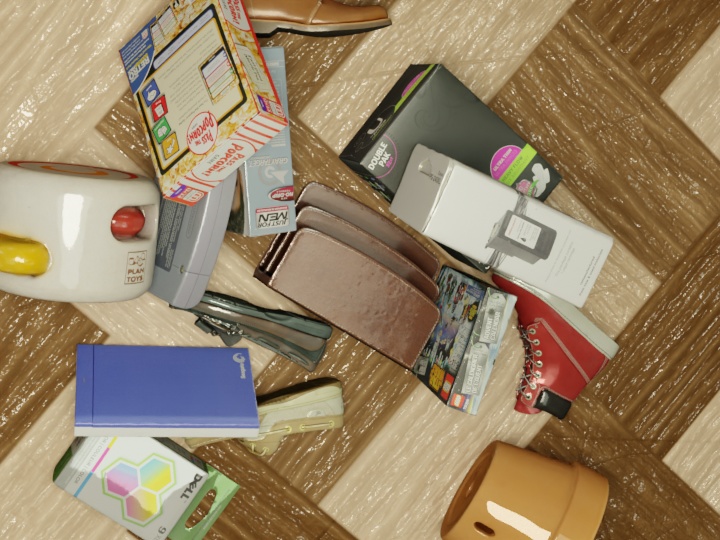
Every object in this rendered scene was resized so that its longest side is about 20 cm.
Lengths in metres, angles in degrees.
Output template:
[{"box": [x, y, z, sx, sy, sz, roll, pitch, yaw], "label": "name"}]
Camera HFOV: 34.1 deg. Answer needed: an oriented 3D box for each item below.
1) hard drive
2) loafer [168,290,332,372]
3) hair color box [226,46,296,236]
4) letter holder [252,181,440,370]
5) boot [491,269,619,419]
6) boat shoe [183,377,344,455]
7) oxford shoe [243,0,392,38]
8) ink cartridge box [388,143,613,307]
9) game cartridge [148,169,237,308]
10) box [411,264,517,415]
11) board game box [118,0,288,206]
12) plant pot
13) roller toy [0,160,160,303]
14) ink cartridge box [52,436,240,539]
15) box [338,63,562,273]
[{"box": [-0.219, 0.134, 1.320, 0.198, 0.132, 0.026, 2, 126, -14], "label": "hard drive"}, {"box": [-0.130, 0.069, 1.360, 0.198, 0.072, 0.064, 16, 92, -18], "label": "loafer"}, {"box": [-0.124, -0.144, 1.311, 0.060, 0.099, 0.202, -9, 101, -27], "label": "hair color box"}, {"box": [0.000, 0.000, 1.369, 0.199, 0.101, 0.143, 31, 88, -16], "label": "letter holder"}, {"box": [0.210, 0.094, 1.451, 0.200, 0.072, 0.145, 40, 89, -19], "label": "boot"}, {"box": [-0.111, 0.182, 1.381, 0.198, 0.074, 0.067, -15, 96, -11], "label": "boat shoe"}, {"box": [-0.060, -0.299, 1.326, 0.198, 0.071, 0.072, 0, 93, -13], "label": "oxford shoe"}, {"box": [0.143, -0.049, 1.244, 0.198, 0.145, 0.084, 24, 96, -17], "label": "ink cartridge box"}, {"box": [-0.191, -0.066, 1.294, 0.041, 0.133, 0.202, 10, 97, -41], "label": "game cartridge"}, {"box": [0.113, 0.075, 1.354, 0.040, 0.200, 0.138, 17, 93, -12], "label": "box"}, {"box": [-0.169, -0.194, 1.232, 0.151, 0.202, 0.046, -35, 151, 28], "label": "board game box"}, {"box": [0.188, 0.301, 1.422, 0.139, 0.200, 0.201, 30, 90, 0], "label": "plant pot"}, {"box": [-0.306, -0.036, 1.240, 0.181, 0.200, 0.141, 4, 98, -20], "label": "roller toy"}, {"box": [-0.244, 0.248, 1.364, 0.199, 0.059, 0.104, 37, 88, -16], "label": "ink cartridge box"}, {"box": [0.101, -0.120, 1.361, 0.200, 0.124, 0.149, 40, 88, -15], "label": "box"}]
